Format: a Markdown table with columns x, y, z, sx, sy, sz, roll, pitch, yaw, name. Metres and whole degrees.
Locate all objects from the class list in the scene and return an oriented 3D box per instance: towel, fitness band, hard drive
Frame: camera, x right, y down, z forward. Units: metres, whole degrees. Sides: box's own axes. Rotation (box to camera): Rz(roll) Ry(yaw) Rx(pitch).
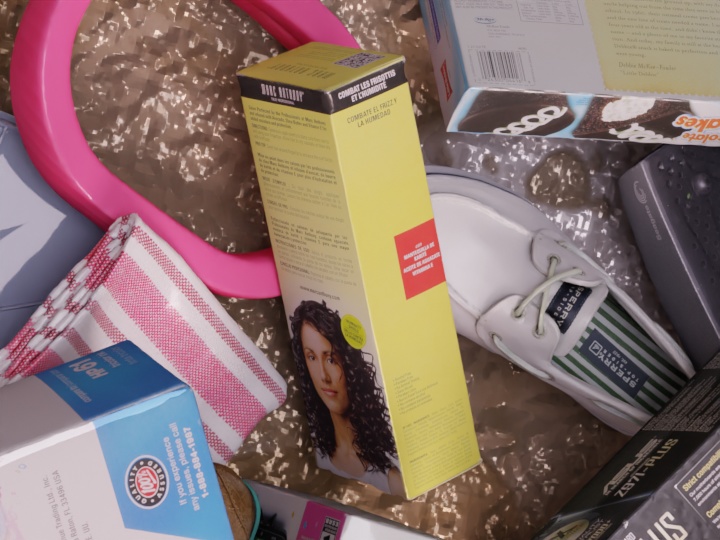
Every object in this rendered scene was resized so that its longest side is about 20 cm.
| x | y | z | sx | sy | sz | roll | pitch | yaw | name |
| --- | --- | --- | --- | --- | --- | --- | --- | --- | --- |
| -0.125 | 0.089 | 1.285 | 0.200 | 0.030 | 0.146 | -50 | 137 | -10 | towel |
| -0.070 | -0.072 | 1.307 | 0.200 | 0.037 | 0.144 | 36 | 74 | -34 | fitness band |
| 0.208 | 0.011 | 1.402 | 0.135 | 0.042 | 0.200 | -35 | 101 | -36 | hard drive |

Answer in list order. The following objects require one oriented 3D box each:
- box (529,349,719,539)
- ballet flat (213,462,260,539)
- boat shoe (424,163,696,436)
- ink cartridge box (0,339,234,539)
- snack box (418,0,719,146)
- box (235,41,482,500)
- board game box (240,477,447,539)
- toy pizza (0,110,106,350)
| x | y | z | sx | sy | sz | roll | pitch | yaw | name |
| --- | --- | --- | --- | --- | --- | --- | --- | --- | --- |
| 0.187 | 0.138 | 1.305 | 0.200 | 0.086 | 0.164 | -44 | 101 | -14 | box |
| -0.106 | 0.179 | 1.291 | 0.072 | 0.068 | 0.200 | 9 | 106 | -47 | ballet flat |
| 0.092 | 0.014 | 1.359 | 0.200 | 0.067 | 0.074 | 32 | 83 | -24 | boat shoe |
| -0.156 | 0.134 | 1.183 | 0.200 | 0.085 | 0.145 | -21 | 111 | -19 | ink cartridge box |
| 0.129 | -0.116 | 1.363 | 0.200 | 0.037 | 0.116 | 2 | 54 | -18 | snack box |
| 0.000 | 0.000 | 1.304 | 0.050 | 0.075 | 0.200 | -24 | 112 | -32 | box |
| -0.033 | 0.204 | 1.293 | 0.064 | 0.148 | 0.200 | 16 | 86 | -21 | board game box |
| -0.197 | 0.022 | 1.292 | 0.200 | 0.032 | 0.200 | -1 | 92 | -20 | toy pizza |
